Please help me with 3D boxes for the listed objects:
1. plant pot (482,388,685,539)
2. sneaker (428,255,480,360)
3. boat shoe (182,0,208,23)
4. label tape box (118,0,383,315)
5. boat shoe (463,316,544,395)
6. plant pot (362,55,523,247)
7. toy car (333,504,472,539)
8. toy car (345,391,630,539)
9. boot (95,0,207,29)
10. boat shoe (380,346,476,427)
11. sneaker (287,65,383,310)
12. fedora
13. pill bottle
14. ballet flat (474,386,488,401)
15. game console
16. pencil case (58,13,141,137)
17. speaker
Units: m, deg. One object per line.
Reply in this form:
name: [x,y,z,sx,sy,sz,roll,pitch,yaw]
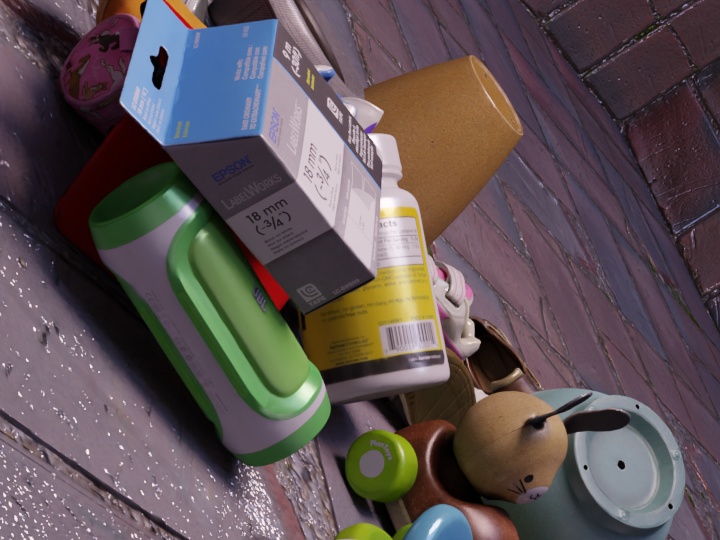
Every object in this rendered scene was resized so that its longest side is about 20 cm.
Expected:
plant pot: [0.197,0.186,1.522,0.199,0.134,0.202,15,58,-25]
sneaker: [0.053,0.015,1.584,0.082,0.087,0.201,-105,174,-46]
boat shoe: [-0.168,-0.261,1.584,0.064,0.075,0.203,8,35,-8]
label tape box: [-0.065,-0.092,1.156,0.200,0.063,0.145,50,26,-30]
boat shoe: [0.151,0.130,1.760,0.203,0.074,0.075,54,-1,33]
plant pot: [0.052,-0.118,1.714,0.187,0.199,0.187,49,18,-22]
toy car: [0.056,0.242,1.130,0.175,0.149,0.201,27,34,-60]
toy car: [0.118,0.161,1.377,0.164,0.199,0.159,26,34,-60]
boot: [-0.125,-0.174,1.350,0.143,0.071,0.201,27,-13,3]
boat shoe: [0.040,0.082,1.530,0.066,0.072,0.201,31,-18,44]
sneaker: [-0.033,-0.076,1.472,0.201,0.146,0.080,62,17,17]
fedora: [-0.080,-0.212,1.631,0.178,0.090,0.200,62,9,12]
pill bottle: [0.000,0.000,1.389,0.114,0.113,0.202,9,70,-69]
ballet flat: [0.128,0.167,1.633,0.068,0.068,0.201,32,29,-56]
game console: [-0.121,-0.063,1.248,0.200,0.118,0.173,45,18,-38]
pencil case: [-0.139,-0.109,1.324,0.200,0.087,0.083,39,4,-42]
speaker: [-0.098,0.030,1.157,0.201,0.088,0.089,59,14,-21]
